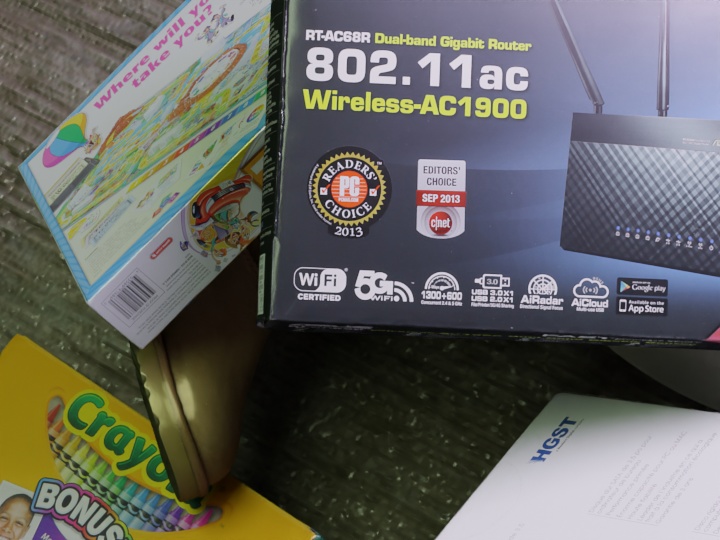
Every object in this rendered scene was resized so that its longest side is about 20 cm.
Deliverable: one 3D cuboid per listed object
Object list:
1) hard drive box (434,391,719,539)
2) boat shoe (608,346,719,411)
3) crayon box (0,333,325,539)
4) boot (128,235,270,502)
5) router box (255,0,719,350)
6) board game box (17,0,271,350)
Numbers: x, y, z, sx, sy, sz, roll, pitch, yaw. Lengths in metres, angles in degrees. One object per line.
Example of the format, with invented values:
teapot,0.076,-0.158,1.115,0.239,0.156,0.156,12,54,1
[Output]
hard drive box,0.122,0.129,1.096,0.200,0.077,0.156,7,42,40
boat shoe,0.181,0.030,1.182,0.201,0.072,0.060,20,72,27
crayon box,-0.108,0.125,1.280,0.200,0.058,0.119,30,78,37
boot,0.000,0.000,1.259,0.199,0.066,0.176,-13,52,-1
router box,0.063,-0.049,1.116,0.199,0.062,0.150,2,85,-5
board game box,-0.046,-0.075,1.222,0.200,0.034,0.135,-44,31,6
